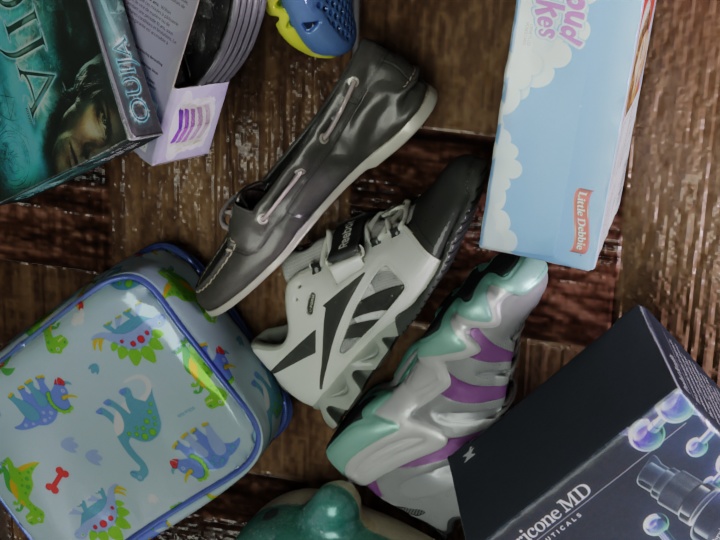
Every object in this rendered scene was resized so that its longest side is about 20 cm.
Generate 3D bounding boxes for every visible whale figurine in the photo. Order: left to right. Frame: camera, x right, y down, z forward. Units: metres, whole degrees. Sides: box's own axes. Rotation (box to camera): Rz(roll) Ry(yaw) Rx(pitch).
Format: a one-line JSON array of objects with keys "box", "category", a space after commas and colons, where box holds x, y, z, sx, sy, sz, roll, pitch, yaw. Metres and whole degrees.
[{"box": [0.000, 0.209, 1.095, 0.199, 0.104, 0.160, -2, 118, 34], "category": "whale figurine"}]

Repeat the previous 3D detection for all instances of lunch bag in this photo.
[{"box": [-0.154, 0.092, 1.129, 0.200, 0.082, 0.161, -35, 96, 25], "category": "lunch bag"}]

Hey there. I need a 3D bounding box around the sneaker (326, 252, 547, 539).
[{"box": [0.086, 0.087, 1.065, 0.140, 0.078, 0.200, 39, 125, -2], "category": "sneaker"}]

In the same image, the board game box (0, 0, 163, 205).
[{"box": [-0.188, -0.151, 0.992, 0.135, 0.028, 0.201, -19, 87, 43], "category": "board game box"}]

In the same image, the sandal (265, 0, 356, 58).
[{"box": [-0.021, -0.217, 0.978, 0.087, 0.080, 0.201, -3, 110, 13], "category": "sandal"}]

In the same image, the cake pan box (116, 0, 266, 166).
[{"box": [-0.137, -0.184, 0.991, 0.200, 0.052, 0.185, 36, 124, 29], "category": "cake pan box"}]

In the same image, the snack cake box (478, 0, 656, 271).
[{"box": [0.119, -0.115, 0.952, 0.067, 0.115, 0.201, 12, 113, 12], "category": "snack cake box"}]

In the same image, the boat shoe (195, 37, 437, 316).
[{"box": [-0.040, -0.057, 1.046, 0.057, 0.067, 0.200, 41, 109, -15], "category": "boat shoe"}]

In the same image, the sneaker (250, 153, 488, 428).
[{"box": [0.000, 0.000, 1.053, 0.088, 0.074, 0.200, 35, 115, -1], "category": "sneaker"}]

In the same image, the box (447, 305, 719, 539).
[{"box": [0.172, 0.149, 1.002, 0.148, 0.107, 0.200, -41, 110, 14], "category": "box"}]
